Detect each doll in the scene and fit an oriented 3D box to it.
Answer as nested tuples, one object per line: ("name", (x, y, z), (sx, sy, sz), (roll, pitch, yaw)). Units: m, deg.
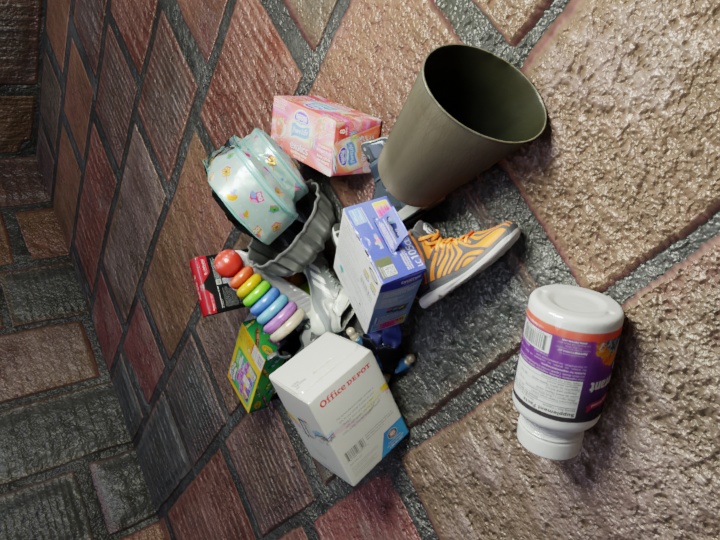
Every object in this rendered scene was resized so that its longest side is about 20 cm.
("doll", (0.032, 0.128, 1.087), (0.136, 0.049, 0.201), (18, 137, 23))

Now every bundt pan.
("bundt pan", (-0.124, -0.072, 1.185), (0.201, 0.076, 0.203), (-34, 36, 29))

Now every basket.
("basket", (0.113, -0.180, 0.833), (0.200, 0.179, 0.137), (139, 138, -57))

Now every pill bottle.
("pill bottle", (0.251, 0.129, 0.773), (0.111, 0.111, 0.201), (28, 122, 46))

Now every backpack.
("backpack", (-0.180, -0.147, 1.087), (0.176, 0.153, 0.200), (51, -170, -26))

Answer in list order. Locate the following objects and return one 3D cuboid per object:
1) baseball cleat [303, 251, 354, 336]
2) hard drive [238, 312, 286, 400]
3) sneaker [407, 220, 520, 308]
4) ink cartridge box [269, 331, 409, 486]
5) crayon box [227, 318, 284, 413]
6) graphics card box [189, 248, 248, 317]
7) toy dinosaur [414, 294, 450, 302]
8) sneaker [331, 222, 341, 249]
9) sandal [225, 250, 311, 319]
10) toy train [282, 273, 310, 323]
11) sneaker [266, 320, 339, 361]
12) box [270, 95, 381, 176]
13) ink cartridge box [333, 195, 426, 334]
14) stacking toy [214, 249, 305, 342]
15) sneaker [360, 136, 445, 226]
("baseball cleat", (-0.057, 0.027, 1.207), (0.106, 0.070, 0.201), (-12, 76, 21))
("hard drive", (-0.227, 0.199, 1.496), (0.140, 0.038, 0.201), (-48, 61, 48))
("sneaker", (0.126, -0.035, 0.889), (0.200, 0.077, 0.112), (-39, 80, 36))
("ink cartridge box", (-0.038, 0.241, 1.108), (0.144, 0.147, 0.201), (15, 134, 52))
("crayon box", (-0.245, 0.223, 1.446), (0.119, 0.058, 0.201), (51, 136, 32))
("graphics card box", (-0.262, 0.018, 1.352), (0.051, 0.199, 0.126), (-20, 86, 53))
("toy dinosaur", (0.103, 0.004, 0.993), (0.199, 0.047, 0.089), (-9, 86, 51))
("sneaker", (0.000, 0.000, 1.104), (0.201, 0.073, 0.080), (58, 141, 25))
("sandal", (-0.182, 0.032, 1.251), (0.079, 0.206, 0.059), (-55, 9, 12))
("toy train", (-0.136, 0.020, 1.292), (0.115, 0.084, 0.201), (31, 124, 32))
("sneaker", (-0.132, 0.174, 1.272), (0.078, 0.139, 0.201), (46, 133, 34))
("box", (-0.066, -0.243, 1.097), (0.200, 0.102, 0.095), (34, 126, 44))
("ink cartridge box", (0.025, -0.012, 0.916), (0.200, 0.076, 0.137), (101, 146, -60))
("stacking toy", (-0.199, 0.039, 1.186), (0.200, 0.085, 0.085), (48, 142, -6))
("sneaker", (0.031, -0.132, 1.007), (0.202, 0.077, 0.147), (-33, 85, 42))
